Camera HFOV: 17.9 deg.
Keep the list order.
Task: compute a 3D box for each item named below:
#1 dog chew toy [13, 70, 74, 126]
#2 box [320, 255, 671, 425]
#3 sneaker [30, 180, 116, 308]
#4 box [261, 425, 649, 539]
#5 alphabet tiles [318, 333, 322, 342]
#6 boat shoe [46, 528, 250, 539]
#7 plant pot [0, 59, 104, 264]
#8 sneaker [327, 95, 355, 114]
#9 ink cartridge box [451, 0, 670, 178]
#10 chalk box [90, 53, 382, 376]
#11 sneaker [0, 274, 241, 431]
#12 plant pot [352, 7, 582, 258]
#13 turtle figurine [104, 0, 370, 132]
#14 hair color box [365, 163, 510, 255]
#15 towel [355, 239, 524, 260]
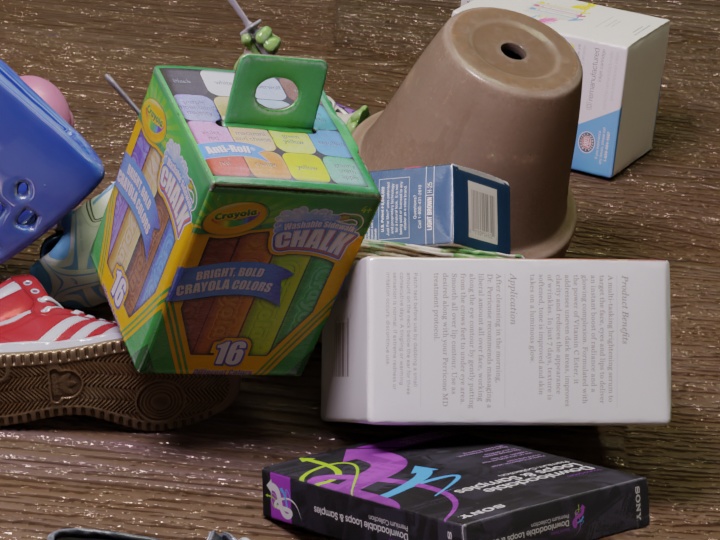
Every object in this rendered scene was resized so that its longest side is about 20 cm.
[{"bbox_3d":[-0.325,-0.122,1.877,0.199,0.125,0.124,-1,21,-40],"label":"dog chew toy"},{"bbox_3d":[0.085,0.048,1.493,0.199,0.107,0.152,1,-3,-13],"label":"box"},{"bbox_3d":[-0.200,-0.026,1.728,0.072,0.072,0.200,-1,17,7],"label":"sneaker"},{"bbox_3d":[0.054,0.135,1.367,0.143,0.036,0.200,-10,13,-36],"label":"box"},{"bbox_3d":[-0.041,0.016,1.747,0.166,0.006,0.200,21,26,32],"label":"alphabet tiles"},{"bbox_3d":[-0.076,0.176,1.244,0.199,0.068,0.072,8,22,6],"label":"boat shoe"},{"bbox_3d":[-0.312,-0.079,1.591,0.200,0.180,0.200,43,-1,-15],"label":"plant pot"},{"bbox_3d":[0.010,-0.091,1.969,0.200,0.081,0.083,34,20,34],"label":"sneaker"},{"bbox_3d":[0.169,-0.181,2.135,0.199,0.129,0.125,14,23,22],"label":"ink cartridge box"},{"bbox_3d":[-0.075,-0.046,1.445,0.124,0.200,0.124,2,40,-29],"label":"chalk box"},{"bbox_3d":[-0.182,0.053,1.526,0.199,0.072,0.113,0,25,-8],"label":"sneaker"},{"bbox_3d":[0.092,-0.103,1.780,0.199,0.175,0.201,11,40,-10],"label":"plant pot"},{"bbox_3d":[-0.099,-0.129,1.875,0.193,0.201,0.144,19,37,17],"label":"turtle figurine"},{"bbox_3d":[0.000,-0.036,1.678,0.199,0.061,0.100,-4,-9,28],"label":"hair color box"},{"bbox_3d":[0.000,0.000,1.635,0.199,0.024,0.152,5,-9,-31],"label":"towel"}]
